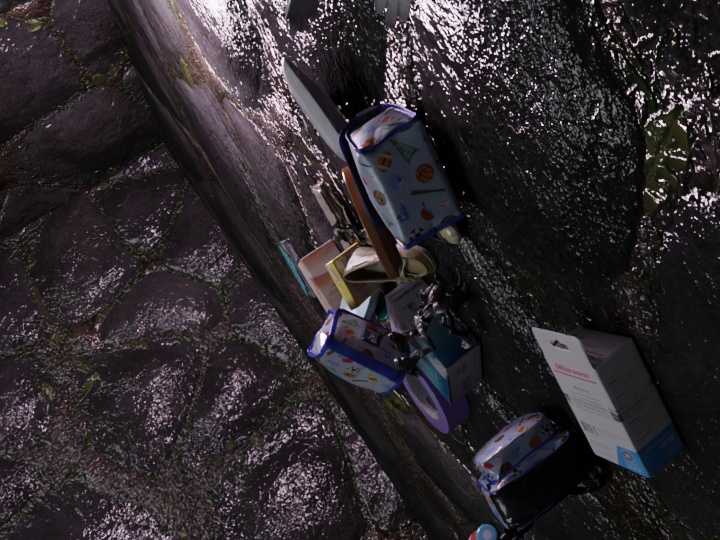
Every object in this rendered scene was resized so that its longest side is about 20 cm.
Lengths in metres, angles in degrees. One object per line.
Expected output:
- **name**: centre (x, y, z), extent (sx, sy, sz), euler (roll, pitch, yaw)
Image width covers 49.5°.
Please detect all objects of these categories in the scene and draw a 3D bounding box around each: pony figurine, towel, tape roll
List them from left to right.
- **towel**: centre (-0.044, -0.106, 1.716), extent (0.202, 0.034, 0.132), euler (61, 175, -11)
- **pony figurine**: centre (-0.020, -0.382, 0.885), extent (0.194, 0.163, 0.203), euler (98, 153, -58)
- **tape roll**: centre (0.159, 0.259, 1.739), extent (0.201, 0.065, 0.201), euler (54, 166, 20)

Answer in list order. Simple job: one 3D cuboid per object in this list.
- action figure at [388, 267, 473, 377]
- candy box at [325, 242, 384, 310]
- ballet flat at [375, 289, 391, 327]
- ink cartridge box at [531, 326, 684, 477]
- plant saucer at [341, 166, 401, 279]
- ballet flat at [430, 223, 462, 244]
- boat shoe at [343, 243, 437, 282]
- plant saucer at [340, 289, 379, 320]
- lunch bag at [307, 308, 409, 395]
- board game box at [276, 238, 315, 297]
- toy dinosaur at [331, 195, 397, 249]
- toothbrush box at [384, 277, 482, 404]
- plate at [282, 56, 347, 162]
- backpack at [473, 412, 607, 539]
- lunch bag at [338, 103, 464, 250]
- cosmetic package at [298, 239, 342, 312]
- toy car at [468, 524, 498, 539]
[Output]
- **action figure**: centre (0.135, 0.085, 1.353), extent (0.101, 0.201, 0.120), euler (14, -143, -40)
- **candy box**: centre (0.000, 0.000, 1.576), extent (0.104, 0.026, 0.200), euler (62, -153, -5)
- **ballet flat**: centre (0.066, 0.091, 1.732), extent (0.075, 0.068, 0.200), euler (44, 178, -18)
- **ink cartridge box**: centre (0.306, 0.144, 0.975), extent (0.202, 0.066, 0.116), euler (61, 166, -12)
- **plant saucer**: centre (0.024, -0.083, 1.307), extent (0.200, 0.032, 0.203), euler (-25, -89, -86)
- **ballet flat**: centre (0.103, -0.072, 1.248), extent (0.067, 0.056, 0.199), euler (63, 165, -22)
- **boat shoe**: centre (0.052, -0.005, 1.430), extent (0.198, 0.064, 0.074), euler (4, 138, 41)
- **plant saucer**: centre (0.003, 0.071, 1.746), extent (0.038, 0.205, 0.201), euler (18, 177, -17)
- **lunch bag**: centre (-0.001, 0.156, 1.500), extent (0.168, 0.126, 0.200), euler (26, 177, -6)
- **board game box**: centre (-0.201, -0.007, 2.505), extent (0.202, 0.028, 0.135), euler (60, 167, -7)
- **toy dinosaur**: centre (0.025, -0.082, 1.492), extent (0.135, 0.101, 0.203), euler (30, 134, 32)
- **toothbrush box**: centre (0.140, 0.130, 1.493), extent (0.201, 0.084, 0.147), euler (51, 165, 33)
- **plate**: centre (-0.049, -0.244, 1.302), extent (0.201, 0.032, 0.200), euler (56, -169, 14)
- **backpack**: centre (0.270, 0.327, 1.271), extent (0.156, 0.198, 0.191), euler (59, 173, 14)
- **lunch bag**: centre (0.050, -0.147, 1.158), extent (0.172, 0.122, 0.200), euler (63, -179, -23)
- **cosmetic package**: centre (-0.063, 0.038, 1.971), extent (0.202, 0.102, 0.087), euler (56, 167, 2)
- **toy car**: centre (0.314, 0.818, 2.103), extent (0.177, 0.198, 0.186), euler (49, 164, 30)
